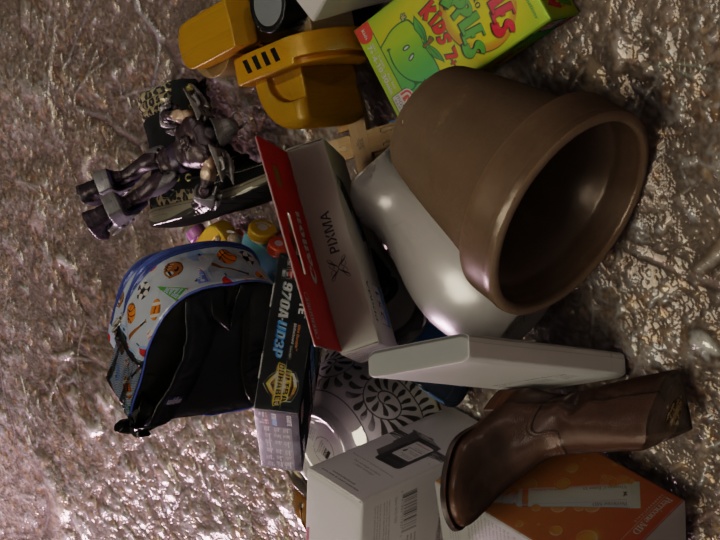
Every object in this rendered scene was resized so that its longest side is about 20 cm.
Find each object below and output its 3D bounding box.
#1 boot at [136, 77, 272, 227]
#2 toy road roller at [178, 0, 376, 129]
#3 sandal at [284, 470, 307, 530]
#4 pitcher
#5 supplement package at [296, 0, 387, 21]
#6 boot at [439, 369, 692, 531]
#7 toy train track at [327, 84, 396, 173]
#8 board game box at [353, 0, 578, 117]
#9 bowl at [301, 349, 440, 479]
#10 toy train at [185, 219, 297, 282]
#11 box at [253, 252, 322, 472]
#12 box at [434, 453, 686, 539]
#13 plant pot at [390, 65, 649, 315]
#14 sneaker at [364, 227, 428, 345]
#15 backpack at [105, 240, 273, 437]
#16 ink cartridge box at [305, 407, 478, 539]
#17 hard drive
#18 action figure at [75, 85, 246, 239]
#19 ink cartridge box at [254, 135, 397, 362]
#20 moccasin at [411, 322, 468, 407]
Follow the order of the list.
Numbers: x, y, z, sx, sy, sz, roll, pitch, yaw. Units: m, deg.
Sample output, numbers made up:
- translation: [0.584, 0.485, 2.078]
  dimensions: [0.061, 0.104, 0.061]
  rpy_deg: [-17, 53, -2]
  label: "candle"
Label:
- translation: [-0.157, -0.139, 1.886]
  dimensions: [0.203, 0.073, 0.154]
  rpy_deg: [-16, 80, 33]
  label: "boot"
- translation: [-0.074, -0.203, 1.719]
  dimensions: [0.200, 0.123, 0.147]
  rpy_deg: [-14, 85, 49]
  label: "toy road roller"
- translation: [-0.049, 0.256, 1.922]
  dimensions: [0.055, 0.082, 0.200]
  rpy_deg: [-49, 65, 17]
  label: "sandal"
- translation: [0.087, -0.010, 1.665]
  dimensions: [0.200, 0.121, 0.172]
  rpy_deg: [44, 171, 19]
  label: "pitcher"
- translation: [0.004, -0.346, 1.598]
  dimensions: [0.121, 0.120, 0.200]
  rpy_deg: [53, 136, 15]
  label: "supplement package"
- translation: [0.184, 0.157, 1.550]
  dimensions: [0.199, 0.187, 0.064]
  rpy_deg: [-6, 125, 35]
  label: "boot"
- translation: [0.041, -0.134, 1.717]
  dimensions: [0.200, 0.032, 0.115]
  rpy_deg: [-12, 90, 42]
  label: "toy train track"
- translation: [0.092, -0.226, 1.593]
  dimensions: [0.200, 0.048, 0.102]
  rpy_deg: [-32, 81, 42]
  label: "board game box"
- translation: [-0.012, 0.175, 1.849]
  dimensions: [0.200, 0.094, 0.202]
  rpy_deg: [19, 119, 40]
  label: "bowl"
- translation: [-0.121, 0.011, 1.930]
  dimensions: [0.200, 0.056, 0.151]
  rpy_deg: [-6, 106, 48]
  label: "toy train"
- translation: [-0.068, 0.093, 1.721]
  dimensions: [0.200, 0.046, 0.160]
  rpy_deg: [92, -173, -67]
  label: "box"
- translation: [0.186, 0.236, 1.627]
  dimensions: [0.200, 0.124, 0.098]
  rpy_deg: [27, 142, 36]
  label: "box"
- translation: [0.124, -0.089, 1.524]
  dimensions: [0.174, 0.200, 0.201]
  rpy_deg: [38, 130, 33]
  label: "plant pot"
- translation: [0.000, 0.000, 1.727]
  dimensions: [0.074, 0.079, 0.200]
  rpy_deg: [-37, 53, 7]
  label: "sneaker"
- translation: [-0.169, 0.057, 1.836]
  dimensions: [0.154, 0.199, 0.191]
  rpy_deg: [54, 138, 30]
  label: "backpack"
- translation: [0.046, 0.239, 1.736]
  dimensions: [0.083, 0.200, 0.146]
  rpy_deg: [26, 123, 42]
  label: "ink cartridge box"
- translation: [0.125, 0.086, 1.592]
  dimensions: [0.132, 0.199, 0.027]
  rpy_deg: [-14, 73, 48]
  label: "hard drive"
- translation: [-0.204, -0.111, 1.838]
  dimensions: [0.200, 0.069, 0.130]
  rpy_deg: [-29, 62, 15]
  label: "action figure"
- translation: [-0.027, -0.022, 1.603]
  dimensions: [0.045, 0.176, 0.201]
  rpy_deg: [-18, 80, 10]
  label: "ink cartridge box"
- translation: [0.027, 0.073, 1.776]
  dimensions: [0.200, 0.080, 0.068]
  rpy_deg: [42, 146, 32]
  label: "moccasin"
